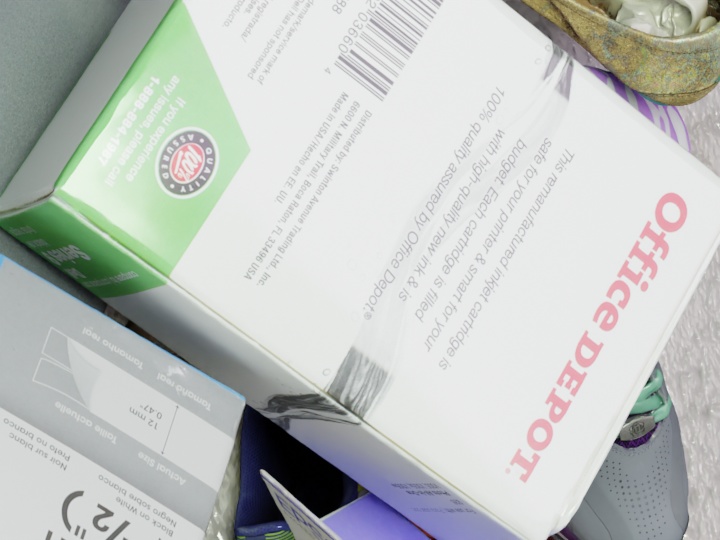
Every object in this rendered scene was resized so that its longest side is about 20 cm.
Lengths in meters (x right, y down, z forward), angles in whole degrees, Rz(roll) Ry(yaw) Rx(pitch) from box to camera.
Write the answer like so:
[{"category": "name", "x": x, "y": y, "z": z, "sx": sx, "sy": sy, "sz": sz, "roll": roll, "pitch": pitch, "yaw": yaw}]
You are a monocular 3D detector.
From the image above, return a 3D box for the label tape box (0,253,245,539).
[{"category": "label tape box", "x": -0.127, "y": 0.091, "z": 0.721, "sx": 0.143, "sy": 0.066, "sz": 0.201, "roll": 32, "pitch": 46, "yaw": -18}]

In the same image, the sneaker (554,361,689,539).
[{"category": "sneaker", "x": 0.083, "y": 0.025, "z": 0.955, "sx": 0.074, "sy": 0.087, "sz": 0.201, "roll": -25, "pitch": 98, "yaw": -17}]

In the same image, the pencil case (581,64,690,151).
[{"category": "pencil case", "x": 0.072, "y": -0.064, "z": 1.120, "sx": 0.086, "sy": 0.084, "sz": 0.200, "roll": 48, "pitch": 19, "yaw": 28}]

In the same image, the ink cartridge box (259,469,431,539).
[{"category": "ink cartridge box", "x": 0.060, "y": 0.165, "z": 0.855, "sx": 0.043, "sy": 0.198, "sz": 0.200, "roll": -39, "pitch": 143, "yaw": -16}]

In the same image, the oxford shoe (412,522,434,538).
[{"category": "oxford shoe", "x": 0.000, "y": 0.000, "z": 0.921, "sx": 0.073, "sy": 0.071, "sz": 0.201, "roll": -39, "pitch": 102, "yaw": -49}]

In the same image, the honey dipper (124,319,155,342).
[{"category": "honey dipper", "x": -0.089, "y": 0.040, "z": 0.869, "sx": 0.038, "sy": 0.038, "sz": 0.200, "roll": 57, "pitch": 35, "yaw": -25}]

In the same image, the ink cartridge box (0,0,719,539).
[{"category": "ink cartridge box", "x": 0.004, "y": -0.020, "z": 0.828, "sx": 0.200, "sy": 0.084, "sz": 0.146, "roll": 37, "pitch": 72, "yaw": -16}]

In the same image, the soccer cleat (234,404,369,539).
[{"category": "soccer cleat", "x": -0.005, "y": 0.038, "z": 0.968, "sx": 0.084, "sy": 0.064, "sz": 0.201, "roll": 48, "pitch": 42, "yaw": -41}]

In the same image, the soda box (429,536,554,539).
[{"category": "soda box", "x": 0.073, "y": 0.180, "z": 1.029, "sx": 0.200, "sy": 0.063, "sz": 0.070, "roll": 57, "pitch": 36, "yaw": -25}]

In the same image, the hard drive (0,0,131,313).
[{"category": "hard drive", "x": -0.119, "y": -0.070, "z": 0.872, "sx": 0.140, "sy": 0.033, "sz": 0.201, "roll": 53, "pitch": 38, "yaw": -30}]

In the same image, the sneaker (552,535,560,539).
[{"category": "sneaker", "x": 0.084, "y": 0.053, "z": 1.057, "sx": 0.083, "sy": 0.080, "sz": 0.201, "roll": -41, "pitch": 136, "yaw": -75}]

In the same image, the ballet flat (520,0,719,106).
[{"category": "ballet flat", "x": 0.082, "y": -0.148, "z": 1.095, "sx": 0.200, "sy": 0.071, "sz": 0.071, "roll": 36, "pitch": 38, "yaw": 2}]
